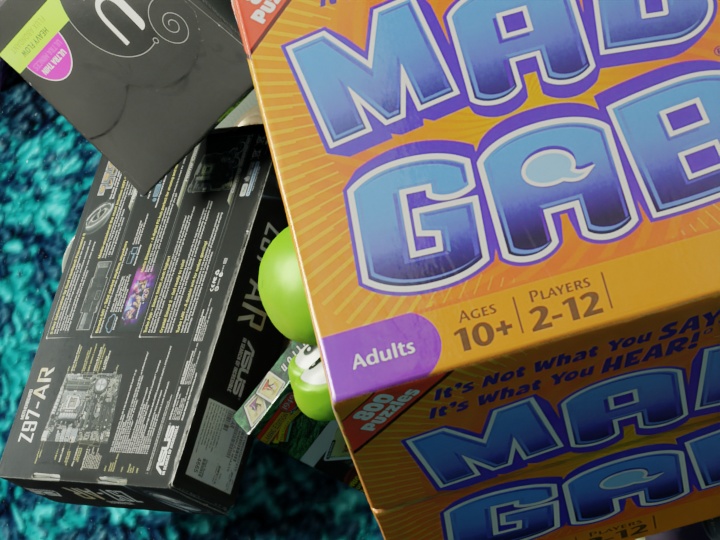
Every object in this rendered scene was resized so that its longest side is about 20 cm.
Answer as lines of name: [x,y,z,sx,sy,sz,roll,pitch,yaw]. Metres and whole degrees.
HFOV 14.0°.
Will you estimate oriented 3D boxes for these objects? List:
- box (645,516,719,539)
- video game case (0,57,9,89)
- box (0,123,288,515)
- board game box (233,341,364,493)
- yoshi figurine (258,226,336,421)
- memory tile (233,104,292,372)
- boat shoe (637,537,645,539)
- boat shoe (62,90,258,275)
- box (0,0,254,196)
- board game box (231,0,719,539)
box: [0.201,0.051,1.306,0.141,0.079,0.201,-19,55,35]
video game case: [-0.209,-0.224,1.833,0.200,0.036,0.182,126,162,-75]
box: [-0.103,0.025,1.543,0.160,0.043,0.201,-3,66,50]
board game box: [0.034,0.020,1.474,0.200,0.105,0.023,-52,38,11]
yoshi figurine: [0.033,-0.016,1.363,0.200,0.112,0.112,-40,78,6]
memory tile: [-0.040,-0.037,1.562,0.153,0.017,0.201,19,82,54]
boat shoe: [0.098,0.156,1.343,0.064,0.073,0.201,14,75,6]
boat shoe: [-0.087,-0.055,1.670,0.200,0.076,0.060,-35,4,7]
box: [-0.071,-0.166,1.506,0.200,0.124,0.148,-51,7,-39]
board game box: [0.078,-0.016,1.187,0.199,0.200,0.201,-16,61,2]
